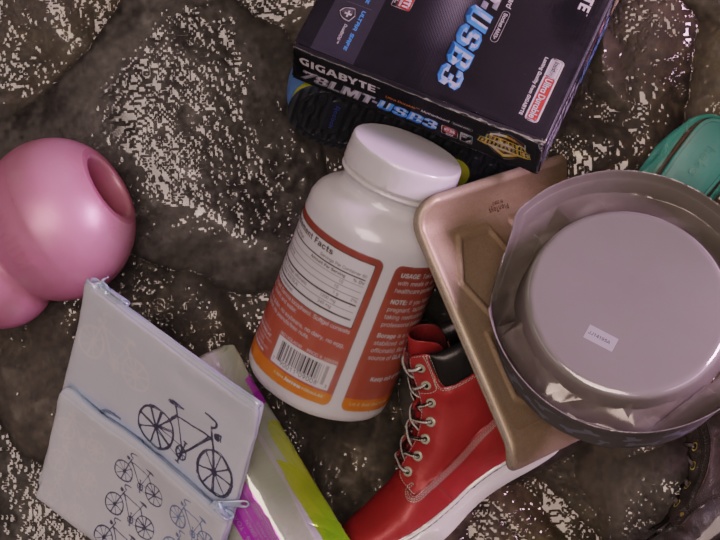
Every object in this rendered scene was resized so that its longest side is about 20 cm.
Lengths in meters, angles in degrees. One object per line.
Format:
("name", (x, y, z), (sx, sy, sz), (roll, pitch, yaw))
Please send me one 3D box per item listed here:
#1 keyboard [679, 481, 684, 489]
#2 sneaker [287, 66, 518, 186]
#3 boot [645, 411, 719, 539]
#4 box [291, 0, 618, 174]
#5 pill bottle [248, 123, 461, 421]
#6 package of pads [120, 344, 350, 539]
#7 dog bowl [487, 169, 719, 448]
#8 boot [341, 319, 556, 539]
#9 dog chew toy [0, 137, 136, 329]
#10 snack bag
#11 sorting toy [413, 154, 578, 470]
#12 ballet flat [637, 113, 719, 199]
("keyboard", (0.299, 0.237, 1.722), (0.127, 0.021, 0.201), (-33, 84, 8))
("sneaker", (0.040, -0.112, 1.741), (0.199, 0.079, 0.066), (23, 126, -9))
("boot", (0.251, 0.135, 1.699), (0.199, 0.069, 0.175), (-21, 65, 17))
("box", (0.078, -0.192, 1.697), (0.197, 0.050, 0.201), (22, 63, 10))
("pill bottle", (0.000, 0.000, 1.698), (0.112, 0.112, 0.201), (25, 111, 8))
("package of pads", (-0.106, 0.178, 1.732), (0.154, 0.068, 0.201), (-36, 83, 41))
("dog bowl", (0.181, 0.031, 1.599), (0.198, 0.059, 0.202), (1, 62, -2))
("boot", (0.039, 0.120, 1.706), (0.199, 0.072, 0.145), (-38, 119, 1))
("dog chew toy", (-0.270, -0.014, 1.766), (0.199, 0.124, 0.125), (-31, 85, 15))
("snack bag", (-0.157, 0.132, 1.698), (0.188, 0.021, 0.201), (34, 123, 28))
("sorting toy", (0.123, 0.028, 1.682), (0.036, 0.184, 0.202), (-21, 89, 42))
("ballet flat", (0.206, -0.030, 1.701), (0.067, 0.070, 0.200), (42, 80, 2))
